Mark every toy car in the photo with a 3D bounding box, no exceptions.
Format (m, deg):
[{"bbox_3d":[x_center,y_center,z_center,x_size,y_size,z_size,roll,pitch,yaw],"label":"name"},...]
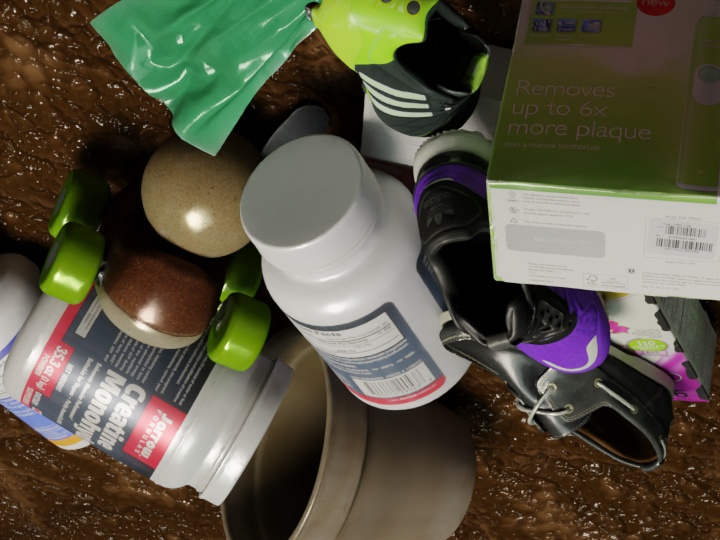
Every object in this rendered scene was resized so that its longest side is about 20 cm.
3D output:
[{"bbox_3d":[-0.115,-0.058,1.017,0.163,0.158,0.201,23,115,-20],"label":"toy car"}]

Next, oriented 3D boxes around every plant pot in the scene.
[{"bbox_3d":[-0.003,0.164,1.201,0.172,0.203,0.200,16,147,-28],"label":"plant pot"}]

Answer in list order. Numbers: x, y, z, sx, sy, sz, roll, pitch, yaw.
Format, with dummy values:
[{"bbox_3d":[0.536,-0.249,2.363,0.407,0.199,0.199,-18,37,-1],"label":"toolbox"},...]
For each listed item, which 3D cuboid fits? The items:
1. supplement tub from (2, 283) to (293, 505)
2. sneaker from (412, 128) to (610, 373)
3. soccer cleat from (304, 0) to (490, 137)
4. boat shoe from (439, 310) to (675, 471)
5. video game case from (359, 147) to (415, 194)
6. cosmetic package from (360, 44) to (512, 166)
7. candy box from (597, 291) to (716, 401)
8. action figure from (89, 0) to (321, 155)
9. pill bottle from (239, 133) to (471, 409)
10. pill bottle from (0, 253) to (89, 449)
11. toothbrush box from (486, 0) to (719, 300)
[{"bbox_3d":[-0.167,0.082,1.113,0.198,0.141,0.141,31,142,-4],"label":"supplement tub"},{"bbox_3d":[0.090,0.017,0.850,0.069,0.100,0.200,-24,128,25],"label":"sneaker"},{"bbox_3d":[0.039,-0.111,0.775,0.080,0.068,0.200,25,178,24],"label":"soccer cleat"},{"bbox_3d":[0.138,0.079,0.973,0.198,0.068,0.072,26,153,-25],"label":"boat shoe"},{"bbox_3d":[0.056,-0.014,1.071,0.141,0.018,0.201,14,144,2],"label":"video game case"},{"bbox_3d":[0.102,-0.099,0.916,0.197,0.051,0.083,13,147,4],"label":"cosmetic package"},{"bbox_3d":[0.168,0.030,1.010,0.135,0.062,0.200,-1,153,27],"label":"candy box"},{"bbox_3d":[-0.066,-0.170,0.880,0.199,0.055,0.118,-33,112,35],"label":"action figure"},{"bbox_3d":[0.000,0.000,0.975,0.118,0.121,0.200,-4,147,24],"label":"pill bottle"},{"bbox_3d":[-0.293,0.057,1.213,0.111,0.113,0.200,-17,132,36],"label":"pill bottle"},{"bbox_3d":[0.156,-0.091,0.780,0.143,0.202,0.087,6,142,14],"label":"toothbrush box"}]
